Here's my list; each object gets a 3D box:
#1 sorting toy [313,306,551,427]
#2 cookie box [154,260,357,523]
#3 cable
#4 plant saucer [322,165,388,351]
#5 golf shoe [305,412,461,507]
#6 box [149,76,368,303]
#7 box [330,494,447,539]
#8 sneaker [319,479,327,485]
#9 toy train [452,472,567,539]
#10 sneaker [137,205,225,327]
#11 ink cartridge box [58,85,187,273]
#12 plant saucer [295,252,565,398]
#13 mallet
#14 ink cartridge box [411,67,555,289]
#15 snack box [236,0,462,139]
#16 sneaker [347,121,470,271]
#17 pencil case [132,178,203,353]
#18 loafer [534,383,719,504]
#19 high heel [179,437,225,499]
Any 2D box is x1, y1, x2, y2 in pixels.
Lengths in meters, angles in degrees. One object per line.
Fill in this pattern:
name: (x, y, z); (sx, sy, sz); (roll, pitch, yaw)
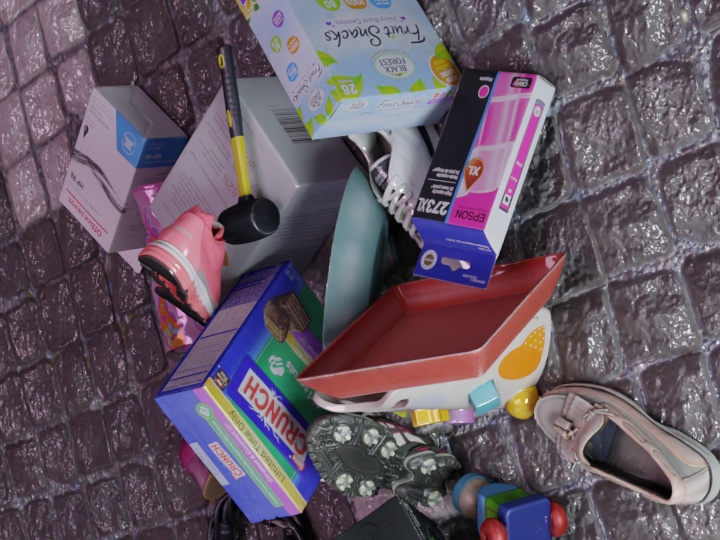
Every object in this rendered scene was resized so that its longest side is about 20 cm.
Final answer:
sorting toy: (0.056, 0.104, 1.612); (0.199, 0.179, 0.108); (-10, 89, 47)
cookie box: (-0.090, 0.120, 1.707); (0.075, 0.200, 0.172); (-18, 117, 38)
cable: (-0.127, 0.330, 1.935); (0.200, 0.051, 0.164); (-45, 64, 41)
plant saucer: (0.000, 0.000, 1.682); (0.038, 0.201, 0.203); (8, 105, 8)
golf shoe: (0.007, 0.176, 1.668); (0.078, 0.199, 0.088); (-56, 44, 7)
box: (-0.110, -0.082, 1.810); (0.153, 0.106, 0.200); (56, 131, 23)
box: (0.054, 0.343, 1.634); (0.124, 0.149, 0.201); (-34, 64, 5)
sneaker: (-0.051, 0.180, 1.812); (0.199, 0.076, 0.076); (13, 108, 46)
toy train: (0.136, 0.299, 1.644); (0.116, 0.084, 0.202); (27, 123, 58)
sneaker: (-0.159, -0.004, 1.714); (0.073, 0.200, 0.087); (34, 77, 11)
ink cartridge box: (-0.287, -0.103, 2.020); (0.116, 0.066, 0.201); (43, 125, 32)
plant saucer: (0.070, 0.055, 1.543); (0.199, 0.200, 0.037); (-13, 108, 35)
mallet: (-0.129, -0.124, 1.726); (0.066, 0.041, 0.202); (-25, 74, 47)
ink cartridge box: (0.106, -0.087, 1.578); (0.094, 0.037, 0.202); (11, 81, 45)
snack box: (-0.014, -0.230, 1.641); (0.068, 0.168, 0.201); (-47, 64, 43)
sneaker: (0.056, -0.066, 1.658); (0.076, 0.080, 0.201); (-44, 68, 38)
pencil case: (-0.199, -0.008, 1.936); (0.087, 0.087, 0.202); (-18, 83, 46)
loafer: (0.226, 0.154, 1.525); (0.199, 0.063, 0.073); (24, 114, 42)
high heel: (-0.152, 0.157, 1.934); (0.096, 0.067, 0.201); (55, 134, 42)
